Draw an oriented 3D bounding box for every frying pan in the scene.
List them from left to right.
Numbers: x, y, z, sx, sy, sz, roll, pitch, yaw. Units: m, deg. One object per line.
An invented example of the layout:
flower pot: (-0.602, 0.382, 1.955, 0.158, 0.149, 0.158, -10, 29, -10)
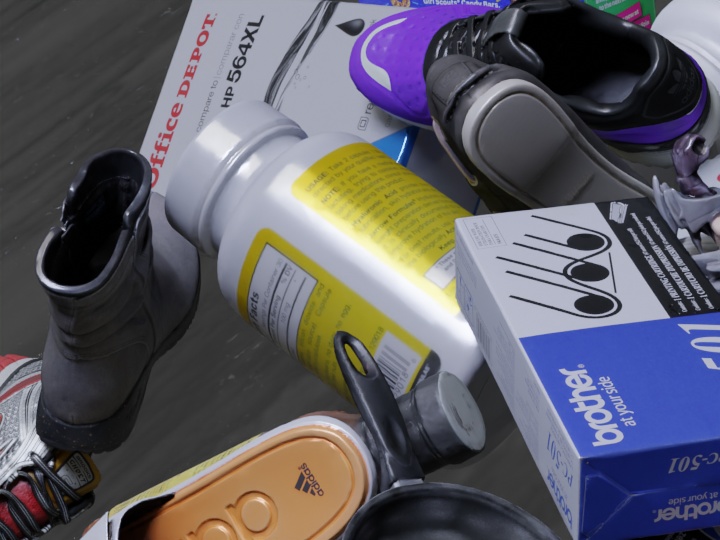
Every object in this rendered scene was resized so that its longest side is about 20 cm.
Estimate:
frying pan: (0.018, 0.110, 0.839, 0.190, 0.031, 0.115, 42, 41, 22)

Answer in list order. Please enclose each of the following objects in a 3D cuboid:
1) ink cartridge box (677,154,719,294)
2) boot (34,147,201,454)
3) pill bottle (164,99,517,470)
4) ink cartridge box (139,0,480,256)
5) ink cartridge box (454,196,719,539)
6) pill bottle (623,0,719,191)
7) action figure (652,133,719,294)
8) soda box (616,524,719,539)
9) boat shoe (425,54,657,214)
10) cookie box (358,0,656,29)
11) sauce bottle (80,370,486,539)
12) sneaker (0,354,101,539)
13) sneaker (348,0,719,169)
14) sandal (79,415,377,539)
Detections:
ink cartridge box: (0.205, 0.032, 0.939, 0.145, 0.084, 0.200, -1, 36, 30)
boot: (-0.121, -0.013, 1.065, 0.070, 0.132, 0.200, 7, 38, 0)
pill bottle: (0.000, 0.000, 1.014, 0.200, 0.111, 0.111, 37, 60, 23)
ink cartridge box: (-0.025, -0.075, 1.179, 0.200, 0.084, 0.146, 10, 77, 39)
ink cartridge box: (0.106, 0.035, 0.847, 0.094, 0.044, 0.200, -7, 29, -8)
pill bottle: (0.233, -0.123, 1.131, 0.200, 0.114, 0.114, -37, 35, -23)
action figure: (0.200, -0.054, 0.931, 0.130, 0.069, 0.200, -6, 37, 16)
soda box: (0.119, 0.139, 0.783, 0.063, 0.071, 0.200, 28, 36, 21)
boat shoe: (0.098, -0.039, 0.998, 0.067, 0.200, 0.057, -44, 42, 1)
cookie box: (0.083, -0.169, 1.195, 0.171, 0.200, 0.075, 11, 28, 40)
sauce bottle: (-0.037, 0.105, 0.941, 0.200, 0.066, 0.066, -29, 27, 24)
sneaker: (-0.184, 0.109, 1.055, 0.082, 0.078, 0.200, -4, 36, 23)
sneaker: (0.077, -0.109, 1.023, 0.200, 0.100, 0.070, 11, 79, 25)
sandal: (-0.086, 0.131, 0.898, 0.207, 0.079, 0.059, -39, -14, 19)
